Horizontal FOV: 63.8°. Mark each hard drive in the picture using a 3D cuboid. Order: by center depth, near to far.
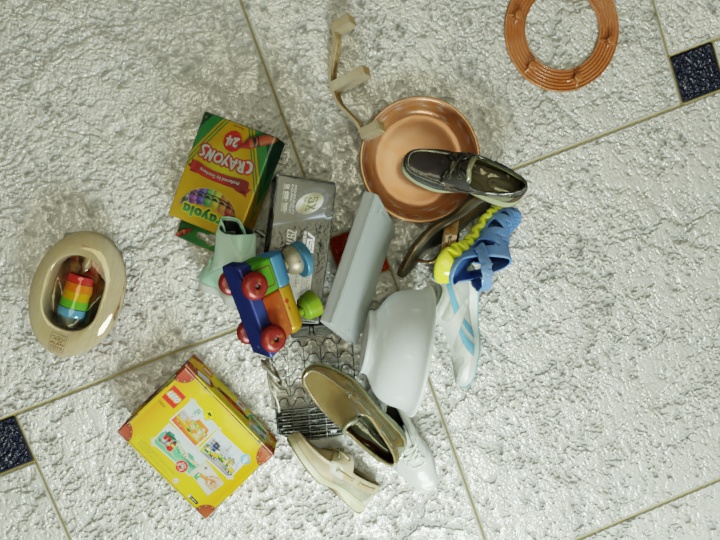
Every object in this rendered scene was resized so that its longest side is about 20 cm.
[{"bbox_3d":[0.000,0.000,0.880,0.026,0.132,0.202,14,76,20],"label":"hard drive"}]

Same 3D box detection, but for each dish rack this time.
[{"bbox_3d":[-0.075,0.175,0.951,0.151,0.055,0.203,-4,97,-4],"label":"dish rack"}]

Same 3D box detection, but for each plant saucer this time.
[{"bbox_3d":[0.095,-0.179,0.944,0.198,0.037,0.203,0,95,-4],"label":"plant saucer"}]

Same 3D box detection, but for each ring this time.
[{"bbox_3d":[0.336,-0.400,0.957,0.198,0.019,0.203,0,94,-6],"label":"ring"}]

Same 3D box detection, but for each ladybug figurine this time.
[{"bbox_3d":[-0.431,0.037,0.894,0.134,0.072,0.202,22,92,-7],"label":"ladybug figurine"}]

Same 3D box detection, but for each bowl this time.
[{"bbox_3d":[0.049,0.115,0.883,0.089,0.201,0.204,11,94,-3],"label":"bowl"}]

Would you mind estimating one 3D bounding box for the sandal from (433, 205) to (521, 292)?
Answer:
[{"bbox_3d":[0.202,-0.030,0.912,0.087,0.080,0.200,30,57,28],"label":"sandal"}]

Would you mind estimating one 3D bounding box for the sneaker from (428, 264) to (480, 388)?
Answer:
[{"bbox_3d":[0.155,0.093,0.959,0.080,0.077,0.203,-3,88,2],"label":"sneaker"}]

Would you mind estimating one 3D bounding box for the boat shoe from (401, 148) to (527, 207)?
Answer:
[{"bbox_3d":[0.162,-0.153,0.891,0.198,0.065,0.074,12,79,0],"label":"boat shoe"}]

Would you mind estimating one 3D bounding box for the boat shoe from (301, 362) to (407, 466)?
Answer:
[{"bbox_3d":[-0.013,0.218,0.880,0.199,0.076,0.072,36,106,6],"label":"boat shoe"}]

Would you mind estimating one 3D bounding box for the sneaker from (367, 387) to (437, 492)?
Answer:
[{"bbox_3d":[0.069,0.286,0.956,0.074,0.087,0.201,-31,98,-3],"label":"sneaker"}]

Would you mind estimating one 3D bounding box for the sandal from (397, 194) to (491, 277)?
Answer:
[{"bbox_3d":[0.143,-0.051,0.936,0.199,0.082,0.055,-36,73,-9],"label":"sandal"}]

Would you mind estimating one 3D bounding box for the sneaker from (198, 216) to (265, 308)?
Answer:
[{"bbox_3d":[-0.191,-0.021,0.853,0.073,0.200,0.120,-3,99,-29],"label":"sneaker"}]

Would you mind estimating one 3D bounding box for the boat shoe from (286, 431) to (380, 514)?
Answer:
[{"bbox_3d":[-0.042,0.318,0.946,0.065,0.072,0.200,-44,114,-8],"label":"boat shoe"}]

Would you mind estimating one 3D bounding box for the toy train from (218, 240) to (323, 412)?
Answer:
[{"bbox_3d":[-0.096,0.069,0.760,0.115,0.084,0.202,-28,109,-33],"label":"toy train"}]

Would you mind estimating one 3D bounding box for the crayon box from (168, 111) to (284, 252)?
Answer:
[{"bbox_3d":[-0.212,-0.127,0.896,0.126,0.051,0.202,21,93,11],"label":"crayon box"}]

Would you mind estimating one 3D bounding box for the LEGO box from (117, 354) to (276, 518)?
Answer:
[{"bbox_3d":[-0.257,0.263,0.927,0.149,0.077,0.200,-42,97,-1],"label":"LEGO box"}]

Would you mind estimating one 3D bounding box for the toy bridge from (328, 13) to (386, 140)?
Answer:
[{"bbox_3d":[-0.017,-0.301,0.912,0.067,0.027,0.202,-19,83,29],"label":"toy bridge"}]

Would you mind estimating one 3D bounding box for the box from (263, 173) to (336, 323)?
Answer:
[{"bbox_3d":[-0.100,-0.035,0.870,0.085,0.164,0.203,6,94,-12],"label":"box"}]
